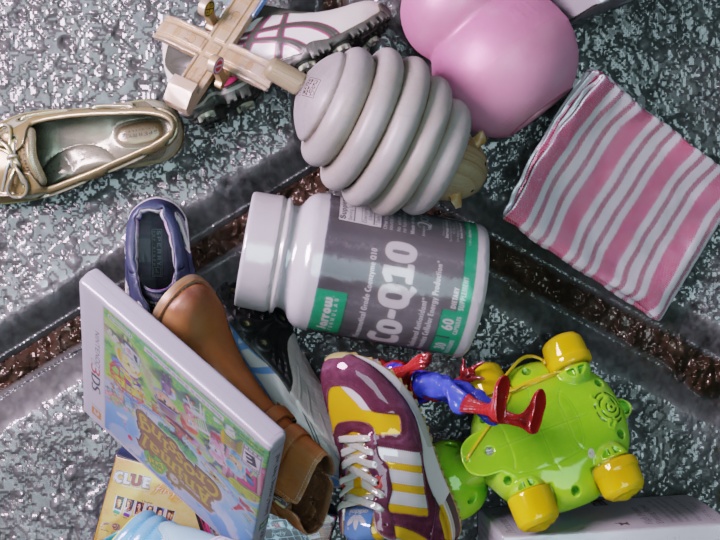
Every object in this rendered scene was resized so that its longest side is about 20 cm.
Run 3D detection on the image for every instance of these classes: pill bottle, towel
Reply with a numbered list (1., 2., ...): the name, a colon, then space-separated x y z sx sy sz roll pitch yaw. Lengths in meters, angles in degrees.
1. pill bottle: 0.000 0.000 0.964 0.197 0.113 0.115 10 92 -5
2. towel: 0.228 -0.060 0.992 0.198 0.030 0.148 30 92 -24

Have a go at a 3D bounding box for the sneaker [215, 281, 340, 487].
1. sneaker: -0.068 0.100 0.990 0.072 0.072 0.201 -39 87 31

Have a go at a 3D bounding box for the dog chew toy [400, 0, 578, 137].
1. dog chew toy: 0.090 -0.212 0.961 0.124 0.125 0.201 -35 87 -2

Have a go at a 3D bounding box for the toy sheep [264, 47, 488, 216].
1. toy sheep: 0.013 -0.111 0.912 0.197 0.138 0.140 21 91 -14

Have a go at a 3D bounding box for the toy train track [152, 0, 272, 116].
1. toy train track: -0.098 -0.217 0.936 0.114 0.033 0.202 26 74 17

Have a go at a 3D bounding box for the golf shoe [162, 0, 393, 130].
1. golf shoe: -0.070 -0.194 0.970 0.197 0.077 0.089 -23 86 -4

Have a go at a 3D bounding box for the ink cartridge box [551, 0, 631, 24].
1. ink cartridge box: 0.200 -0.321 0.947 0.143 0.145 0.203 -23 95 -3

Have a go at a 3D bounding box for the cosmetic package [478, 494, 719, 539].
1. cosmetic package: 0.206 0.243 1.000 0.196 0.102 0.075 -1 92 -6

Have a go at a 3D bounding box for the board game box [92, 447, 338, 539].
1. board game box: -0.131 0.246 1.006 0.197 0.035 0.138 17 92 -5

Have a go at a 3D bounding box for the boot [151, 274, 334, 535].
1. boot: -0.086 0.106 0.908 0.073 0.202 0.154 -38 52 -26

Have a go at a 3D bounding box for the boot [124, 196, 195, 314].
1. boot: -0.167 0.042 0.963 0.071 0.090 0.204 -7 95 -5

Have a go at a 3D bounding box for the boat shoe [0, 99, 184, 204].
1. boat shoe: -0.245 -0.100 0.964 0.197 0.063 0.075 -10 94 -4

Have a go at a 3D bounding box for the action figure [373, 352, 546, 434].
1. action figure: 0.063 0.092 0.943 0.065 0.199 0.053 15 81 -36

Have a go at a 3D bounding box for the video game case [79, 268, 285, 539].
1. video game case: -0.144 0.117 0.906 0.199 0.183 0.022 38 54 18

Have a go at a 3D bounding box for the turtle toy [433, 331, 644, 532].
1. turtle toy: 0.138 0.151 0.987 0.197 0.101 0.148 -19 68 -3

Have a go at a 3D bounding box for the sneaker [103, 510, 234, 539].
1. sneaker: -0.166 0.284 0.958 0.129 0.079 0.203 21 113 21

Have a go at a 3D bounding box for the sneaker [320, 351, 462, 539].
1. sneaker: 0.013 0.163 0.920 0.090 0.074 0.202 -43 112 -42
